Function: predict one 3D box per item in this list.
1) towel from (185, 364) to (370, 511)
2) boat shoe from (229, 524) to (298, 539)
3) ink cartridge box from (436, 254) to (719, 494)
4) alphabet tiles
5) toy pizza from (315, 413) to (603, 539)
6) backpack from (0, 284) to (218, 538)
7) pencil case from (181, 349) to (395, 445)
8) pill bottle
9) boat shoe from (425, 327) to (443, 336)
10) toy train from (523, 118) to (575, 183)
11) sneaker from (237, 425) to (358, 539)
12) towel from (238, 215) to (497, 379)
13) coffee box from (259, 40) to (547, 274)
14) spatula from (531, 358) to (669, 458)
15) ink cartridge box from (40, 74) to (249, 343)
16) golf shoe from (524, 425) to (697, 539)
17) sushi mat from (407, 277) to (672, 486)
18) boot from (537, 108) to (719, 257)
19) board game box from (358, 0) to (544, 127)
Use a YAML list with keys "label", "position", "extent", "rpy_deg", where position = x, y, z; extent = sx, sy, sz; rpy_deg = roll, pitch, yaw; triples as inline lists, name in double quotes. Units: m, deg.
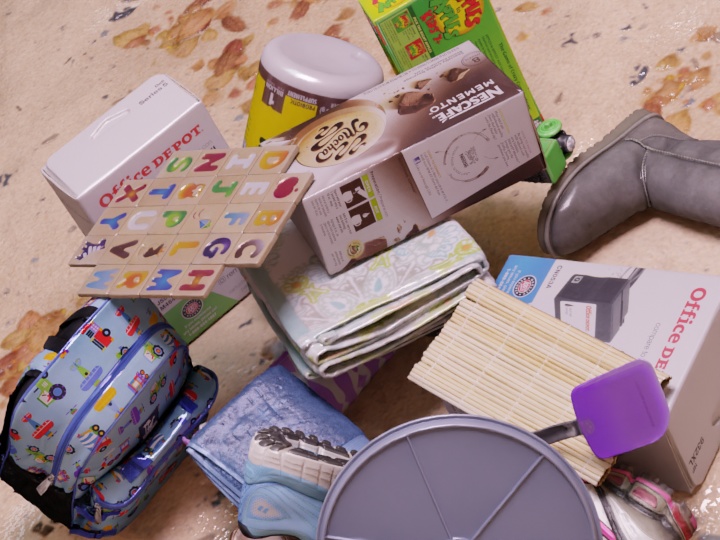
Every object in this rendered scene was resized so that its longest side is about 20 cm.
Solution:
- label: "towel"
  position: [-0.033, 0.164, 1.418]
  extent: [0.200, 0.049, 0.112]
  rpy_deg: [39, 71, 24]
- label: "boat shoe"
  position: [-0.045, 0.253, 1.317]
  extent: [0.072, 0.068, 0.201]
  rpy_deg: [-34, 60, 6]
- label: "ink cartridge box"
  position: [0.181, 0.074, 1.409]
  extent: [0.199, 0.084, 0.146]
  rpy_deg: [6, 51, 37]
- label: "alphabet tiles"
  position: [-0.135, -0.039, 1.462]
  extent: [0.199, 0.006, 0.167]
  rpy_deg: [0, 45, 36]
- label: "toy pizza"
  position: [0.068, 0.192, 1.281]
  extent: [0.199, 0.202, 0.032]
  rpy_deg: [-23, 13, 9]
- label: "backpack"
  position: [-0.204, 0.108, 1.508]
  extent: [0.134, 0.200, 0.183]
  rpy_deg: [38, 63, 6]
- label: "pencil case"
  position: [-0.058, 0.104, 1.531]
  extent: [0.200, 0.086, 0.084]
  rpy_deg: [-47, 13, -23]
- label: "pill bottle"
  position: [-0.051, -0.096, 1.616]
  extent: [0.108, 0.201, 0.110]
  rpy_deg: [11, 28, -6]
- label: "boat shoe"
  position: [0.034, 0.020, 1.599]
  extent: [0.199, 0.062, 0.073]
  rpy_deg: [18, 93, 57]
- label: "toy train"
  position: [0.094, -0.103, 1.594]
  extent: [0.199, 0.042, 0.057]
  rpy_deg: [6, 50, 39]
- label: "sneaker"
  position: [-0.002, 0.180, 1.336]
  extent: [0.091, 0.199, 0.078]
  rpy_deg: [-67, 21, 8]
- label: "towel"
  position: [0.000, 0.000, 1.504]
  extent: [0.170, 0.048, 0.200]
  rpy_deg: [-26, 35, -9]
- label: "coffee box"
  position: [0.034, -0.093, 1.499]
  extent: [0.199, 0.080, 0.113]
  rpy_deg: [-26, 34, -7]
- label: "spatula"
  position: [0.129, 0.119, 1.307]
  extent: [0.199, 0.057, 0.020]
  rpy_deg: [-25, -4, 37]
- label: "ink cartridge box"
  position: [-0.173, -0.053, 1.685]
  extent: [0.145, 0.201, 0.084]
  rpy_deg: [-40, 39, -12]
- label: "golf shoe"
  position: [0.140, 0.172, 1.338]
  extent: [0.199, 0.073, 0.092]
  rpy_deg: [20, 61, 44]
- label: "sushi mat"
  position: [0.127, 0.078, 1.359]
  extent: [0.199, 0.012, 0.096]
  rpy_deg: [28, 82, 42]
- label: "boot"
  position: [0.266, -0.054, 1.519]
  extent: [0.199, 0.073, 0.182]
  rpy_deg: [28, 67, 40]
- label: "board game box"
  position: [0.086, -0.180, 1.656]
  extent: [0.101, 0.201, 0.048]
  rpy_deg: [-30, 38, -1]
